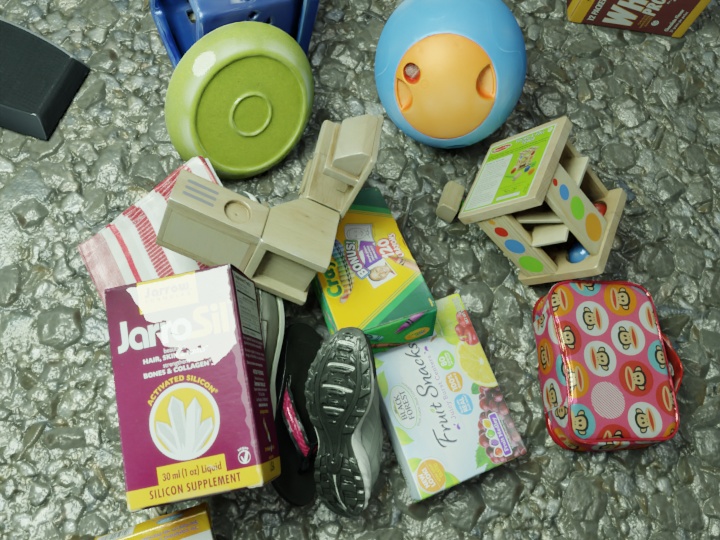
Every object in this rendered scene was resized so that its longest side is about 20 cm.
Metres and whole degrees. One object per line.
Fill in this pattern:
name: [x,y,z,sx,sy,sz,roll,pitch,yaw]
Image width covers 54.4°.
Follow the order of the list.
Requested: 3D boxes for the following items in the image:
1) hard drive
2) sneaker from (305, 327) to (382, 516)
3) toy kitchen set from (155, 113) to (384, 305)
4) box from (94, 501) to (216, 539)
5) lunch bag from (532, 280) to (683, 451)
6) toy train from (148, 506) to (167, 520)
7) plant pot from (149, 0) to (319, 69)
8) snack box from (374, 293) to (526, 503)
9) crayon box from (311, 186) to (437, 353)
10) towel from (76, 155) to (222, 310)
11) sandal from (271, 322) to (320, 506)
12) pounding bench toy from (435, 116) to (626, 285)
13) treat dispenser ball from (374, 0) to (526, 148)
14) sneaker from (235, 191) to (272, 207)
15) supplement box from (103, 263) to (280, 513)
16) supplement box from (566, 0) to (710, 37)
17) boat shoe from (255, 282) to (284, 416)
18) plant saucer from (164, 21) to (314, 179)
hard drive: [-0.471,-0.263,0.909,0.195,0.042,0.138,22,68,1]
sneaker: [-0.011,0.156,0.755,0.072,0.079,0.206,8,109,23]
toy kitchen set: [-0.089,-0.114,0.748,0.177,0.164,0.204,22,50,-14]
box: [-0.186,0.352,0.699,0.116,0.041,0.206,-14,88,-12]
lunch bag: [0.308,0.114,0.858,0.171,0.082,0.206,1,69,-8]
toy train: [-0.190,0.184,0.773,0.113,0.084,0.206,-9,80,-29]
plant pot: [-0.163,-0.350,0.908,0.176,0.201,0.203,-21,72,-22]
snack box: [0.090,0.147,0.831,0.139,0.053,0.204,-19,72,-13]
crayon box: [0.000,0.000,0.839,0.116,0.059,0.203,-15,54,-12]
towel: [-0.230,-0.022,0.821,0.198,0.023,0.146,-34,76,9]
sandal: [-0.065,0.158,0.789,0.074,0.044,0.206,20,66,-45]
pounding bench toy: [0.210,-0.069,0.896,0.156,0.198,0.126,41,61,-24]
treat dispenser ball: [0.115,-0.262,0.906,0.195,0.202,0.207,3,69,-7]
sneaker: [-0.116,0.009,0.843,0.072,0.079,0.206,-9,83,31]
supplement box: [-0.158,0.111,0.676,0.127,0.103,0.206,-12,79,2]
supplement box: [0.427,-0.495,1.072,0.191,0.133,0.206,6,69,-6]
boat shoe: [-0.128,0.089,0.761,0.071,0.060,0.208,-5,79,34]
plant saucer: [-0.138,-0.195,0.851,0.196,0.203,0.031,-26,46,-17]
